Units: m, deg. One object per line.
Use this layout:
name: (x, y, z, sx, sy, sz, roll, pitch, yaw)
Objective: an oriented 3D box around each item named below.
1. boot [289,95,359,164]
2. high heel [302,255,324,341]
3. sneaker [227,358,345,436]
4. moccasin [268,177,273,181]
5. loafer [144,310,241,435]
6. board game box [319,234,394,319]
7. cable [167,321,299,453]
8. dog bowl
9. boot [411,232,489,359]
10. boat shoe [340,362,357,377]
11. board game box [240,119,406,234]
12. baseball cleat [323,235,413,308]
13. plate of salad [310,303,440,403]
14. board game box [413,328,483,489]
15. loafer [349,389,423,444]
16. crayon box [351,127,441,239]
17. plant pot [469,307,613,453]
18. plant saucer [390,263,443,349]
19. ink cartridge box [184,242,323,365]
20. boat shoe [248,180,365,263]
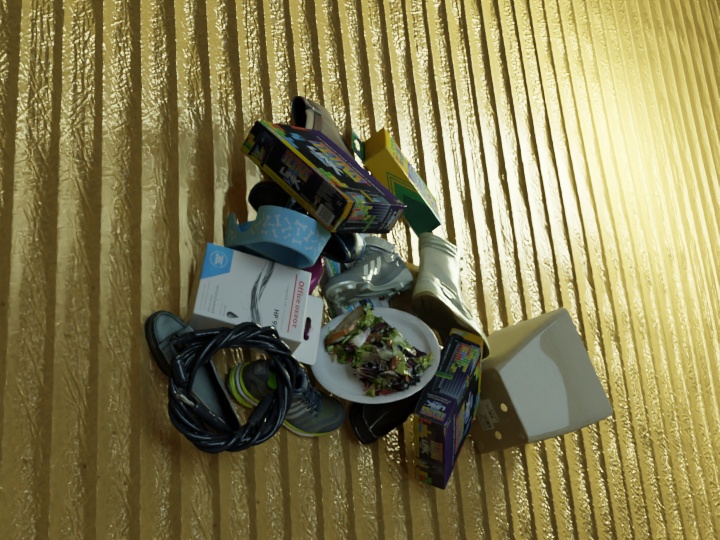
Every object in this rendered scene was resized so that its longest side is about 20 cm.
boot: (-0.057, -0.188, 1.733, 0.146, 0.070, 0.202, 37, 26, -48)
high heel: (-0.110, 0.021, 1.618, 0.095, 0.067, 0.203, 13, 62, -23)
sneaker: (-0.093, 0.182, 1.533, 0.199, 0.080, 0.075, 27, 54, -35)
moccasin: (-0.077, -0.126, 1.672, 0.073, 0.078, 0.202, -16, 61, -46)
loafer: (-0.217, 0.139, 1.433, 0.072, 0.063, 0.202, -34, 98, -29)
board game box: (-0.013, 0.013, 1.729, 0.125, 0.034, 0.203, -14, 82, -48)
cable: (-0.159, 0.153, 1.405, 0.198, 0.051, 0.166, -3, 75, -37)
dog bowl: (-0.126, -0.041, 1.527, 0.111, 0.199, 0.050, 28, 70, -30)
boot: (0.154, 0.045, 1.778, 0.200, 0.071, 0.156, 45, 34, -35)
boat shoe: (0.046, 0.146, 1.663, 0.198, 0.068, 0.076, -19, 115, -31)
board game box: (-0.052, -0.134, 1.541, 0.200, 0.057, 0.165, 42, 22, 23)
baseball cleat: (0.000, 0.000, 1.685, 0.199, 0.070, 0.107, 0, 59, -52)
plate of salad: (0.021, 0.117, 1.593, 0.201, 0.198, 0.049, -56, 154, -43)
board game box: (0.137, 0.217, 1.657, 0.201, 0.056, 0.166, 85, 26, -52)
loafer: (0.056, 0.203, 1.681, 0.200, 0.071, 0.074, -36, 98, -48)
crayon box: (0.061, -0.163, 1.829, 0.201, 0.051, 0.126, 52, 14, -18)
plant pot: (0.273, 0.207, 1.822, 0.176, 0.199, 0.202, -24, 89, -38)
plant saucer: (0.121, 0.078, 1.805, 0.200, 0.035, 0.203, 35, 44, -42)
ink cartridge box: (-0.140, 0.049, 1.511, 0.197, 0.067, 0.117, 16, 58, -15)
boat shoe: (-0.085, -0.077, 1.608, 0.198, 0.085, 0.069, 24, 25, 12)
